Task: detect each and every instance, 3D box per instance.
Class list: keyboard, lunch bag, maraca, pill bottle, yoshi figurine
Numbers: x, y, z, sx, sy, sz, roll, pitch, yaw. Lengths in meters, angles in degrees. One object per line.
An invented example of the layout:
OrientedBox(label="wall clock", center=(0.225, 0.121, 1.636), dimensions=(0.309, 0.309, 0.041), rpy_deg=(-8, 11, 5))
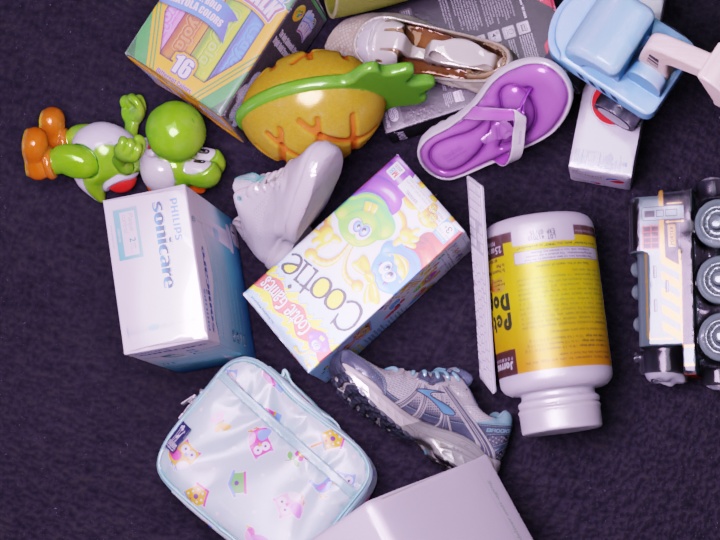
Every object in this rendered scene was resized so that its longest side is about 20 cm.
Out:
OrientedBox(label="keyboard", center=(0.115, 0.014, 1.658), dimensions=(0.011, 0.056, 0.203), rpy_deg=(-6, 104, -3))
OrientedBox(label="lunch bag", center=(-0.091, 0.186, 1.690), dimensions=(0.199, 0.077, 0.161), rpy_deg=(39, 90, 12))
OrientedBox(label="maraca", center=(-0.026, -0.161, 1.664), dimensions=(0.198, 0.137, 0.108), rpy_deg=(-15, 77, 26))
OrientedBox(label="pill bottle", center=(0.179, 0.052, 1.651), dimensions=(0.108, 0.109, 0.203), rpy_deg=(-8, 81, 8))
OrientedBox(label="yoshi figurine", center=(-0.233, -0.134, 1.745), dimensions=(0.197, 0.112, 0.114), rpy_deg=(6, 76, 7))

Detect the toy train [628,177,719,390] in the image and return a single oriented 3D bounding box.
OrientedBox(label="toy train", center=(0.313, 0.013, 1.654), dimensions=(0.113, 0.085, 0.203), rpy_deg=(-3, 83, 21))

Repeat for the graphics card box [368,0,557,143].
OrientedBox(label="graphics card box", center=(0.104, -0.217, 1.730), dimensions=(0.198, 0.051, 0.127), rpy_deg=(-18, 80, 5))

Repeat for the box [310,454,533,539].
OrientedBox(label="box", center=(0.054, 0.305, 1.565), dimensions=(0.171, 0.199, 0.200), rpy_deg=(-38, 76, 35))

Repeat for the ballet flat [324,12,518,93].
OrientedBox(label="ballet flat", center=(0.058, -0.216, 1.680), dimensions=(0.197, 0.062, 0.068), rpy_deg=(9, 84, 11))

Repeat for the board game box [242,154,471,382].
OrientedBox(label="board game box", center=(0.000, 0.000, 1.688), dimensions=(0.200, 0.105, 0.103), rpy_deg=(-42, 78, 0))

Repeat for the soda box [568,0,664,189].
OrientedBox(label="soda box", center=(0.251, -0.186, 1.694), dimensions=(0.063, 0.068, 0.203), rpy_deg=(11, 84, 10))

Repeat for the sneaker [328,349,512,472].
OrientedBox(label="sneaker", center=(0.059, 0.123, 1.664), dimensions=(0.199, 0.077, 0.087), rpy_deg=(35, 76, -16))

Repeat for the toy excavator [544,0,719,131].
OrientedBox(label="toy excavator", center=(0.254, -0.192, 1.557), dimensions=(0.194, 0.200, 0.100), rpy_deg=(35, 89, 11))

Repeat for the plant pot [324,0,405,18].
OrientedBox(label="plant pot", center=(0.062, -0.348, 1.705), dimensions=(0.197, 0.187, 0.190), rpy_deg=(-5, 81, -7))

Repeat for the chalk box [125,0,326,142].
OrientedBox(label="chalk box", center=(-0.120, -0.254, 1.734), dimensions=(0.123, 0.125, 0.201), rpy_deg=(32, 87, 11))

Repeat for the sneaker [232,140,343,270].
OrientedBox(label="sneaker", center=(-0.081, -0.070, 1.666), dimensions=(0.088, 0.200, 0.075), rpy_deg=(39, 55, 5))

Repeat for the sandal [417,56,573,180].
OrientedBox(label="sandal", center=(0.128, -0.131, 1.660), dimensions=(0.082, 0.202, 0.050), rpy_deg=(36, 49, -16))

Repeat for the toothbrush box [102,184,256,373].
OrientedBox(label="toothbrush box", center=(-0.170, 0.013, 1.665), dimensions=(0.084, 0.200, 0.148), rpy_deg=(-10, 81, 7))
